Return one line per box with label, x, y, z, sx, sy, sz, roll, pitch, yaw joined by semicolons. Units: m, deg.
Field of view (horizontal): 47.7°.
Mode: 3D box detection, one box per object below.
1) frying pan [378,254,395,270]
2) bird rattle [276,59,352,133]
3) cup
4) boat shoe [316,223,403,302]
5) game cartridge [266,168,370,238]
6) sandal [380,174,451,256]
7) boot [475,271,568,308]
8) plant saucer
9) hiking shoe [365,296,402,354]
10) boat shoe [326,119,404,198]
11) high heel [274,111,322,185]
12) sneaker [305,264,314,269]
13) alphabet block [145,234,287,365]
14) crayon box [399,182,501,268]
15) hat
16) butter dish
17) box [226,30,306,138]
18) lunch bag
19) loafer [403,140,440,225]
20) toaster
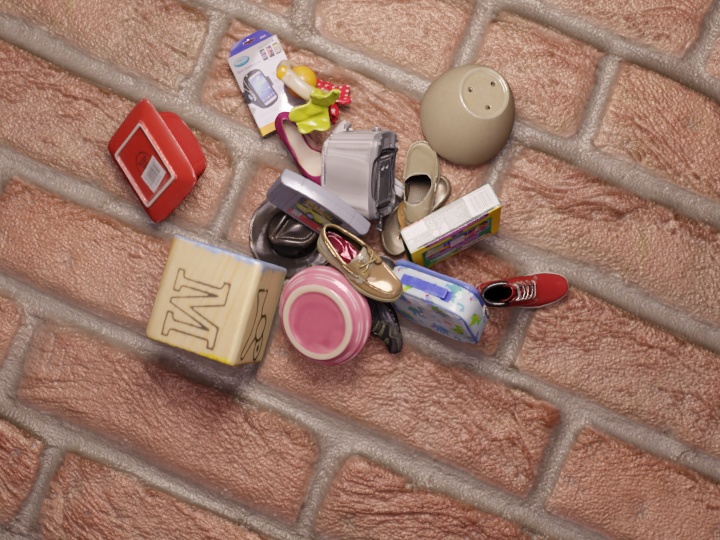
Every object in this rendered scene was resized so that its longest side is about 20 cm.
frying pan;0.016;-0.006;1.648;0.113;0.031;0.192;-25;127;-1
bird rattle;-0.093;-0.365;1.619;0.162;0.201;0.113;39;118;-10
cup;0.227;-0.329;1.622;0.196;0.143;0.205;1;81;-7
boat shoe;-0.002;-0.015;1.544;0.198;0.067;0.074;34;66;12
game cartridge;-0.082;-0.118;1.581;0.198;0.133;0.041;32;65;-12
sandal;0.113;-0.120;1.683;0.080;0.054;0.200;42;90;1
boot;0.333;0.043;1.635;0.195;0.144;0.074;-7;88;-1
plant saucer;-0.077;0.095;1.599;0.197;0.051;0.205;6;107;21
hiking shoe;0.018;0.094;1.655;0.099;0.076;0.202;-23;116;7
boat shoe;0.022;-0.232;1.676;0.199;0.074;0.066;40;94;0
high heel;-0.105;-0.236;1.651;0.067;0.096;0.202;-31;106;2
sneaker;-0.067;0.082;1.677;0.088;0.078;0.204;-14;100;0
alphabet block;-0.279;0.061;1.608;0.193;0.195;0.204;16;89;12
crayon box;0.180;-0.079;1.620;0.197;0.173;0.059;-28;75;0
hat;-0.137;-0.079;1.673;0.196;0.081;0.205;0;91;1
butter dish;-0.387;-0.232;1.653;0.199;0.147;0.201;-34;88;42
box;-0.193;-0.393;1.698;0.117;0.041;0.203;-25;87;0
lunch bag;0.151;0.060;1.599;0.197;0.161;0.083;20;72;32
loafer;0.123;-0.185;1.646;0.074;0.069;0.204;0;62;8
toaster;-0.002;-0.184;1.594;0.127;0.113;0.204;11;111;27
